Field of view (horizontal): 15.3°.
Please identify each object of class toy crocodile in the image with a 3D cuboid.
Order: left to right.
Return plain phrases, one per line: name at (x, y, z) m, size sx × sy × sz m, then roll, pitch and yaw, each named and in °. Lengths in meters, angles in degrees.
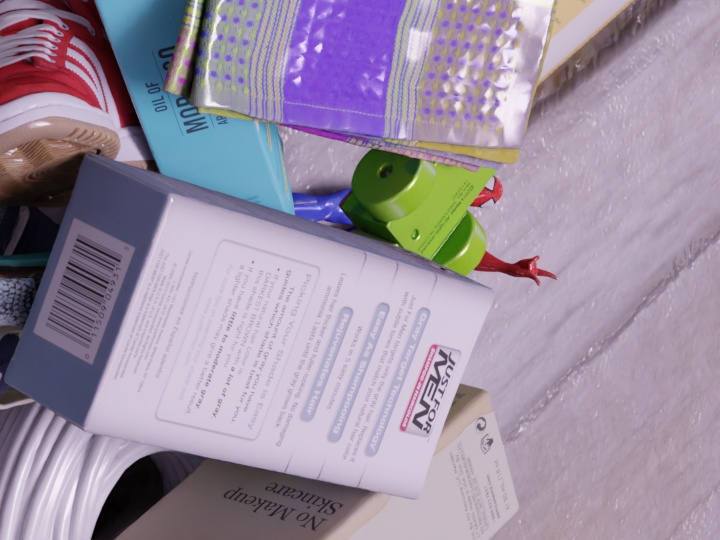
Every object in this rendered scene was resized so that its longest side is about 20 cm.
toy crocodile at (0.000, 0.000, 1.227) m, size 0.200 × 0.062 × 0.067 m, roll -56°, pitch 134°, yaw -9°

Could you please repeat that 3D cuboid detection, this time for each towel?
towel at (0.014, -0.122, 1.140) m, size 0.199 × 0.023 × 0.144 m, roll 9°, pitch 101°, yaw -43°

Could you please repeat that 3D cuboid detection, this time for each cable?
cable at (-0.107, 0.119, 1.259) m, size 0.200 × 0.069 × 0.201 m, roll -40°, pitch 127°, yaw -35°

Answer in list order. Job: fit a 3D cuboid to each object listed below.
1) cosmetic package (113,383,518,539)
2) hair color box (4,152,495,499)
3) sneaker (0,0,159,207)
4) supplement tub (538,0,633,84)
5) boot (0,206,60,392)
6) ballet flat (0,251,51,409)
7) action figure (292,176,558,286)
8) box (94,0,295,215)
cosmetic package at (-0.030, 0.127, 1.217) m, size 0.200 × 0.103 × 0.073 m, roll -39°, pitch 126°, yaw -37°
hair color box at (-0.041, 0.026, 1.111) m, size 0.200 × 0.061 × 0.099 m, roll 16°, pitch 96°, yaw -46°
sneaker at (-0.139, -0.089, 1.116) m, size 0.200 × 0.071 × 0.113 m, roll 13°, pitch 59°, yaw -84°
supplement tub at (0.070, -0.171, 1.277) m, size 0.200 × 0.146 × 0.145 m, roll -41°, pitch 138°, yaw 11°
boot at (-0.190, 0.045, 1.139) m, size 0.090 × 0.073 × 0.201 m, roll 43°, pitch 66°, yaw -39°
ballet flat at (-0.160, 0.023, 1.076) m, size 0.199 × 0.074 × 0.075 m, roll 0°, pitch 99°, yaw -44°
action figure at (0.024, -0.020, 1.360) m, size 0.200 × 0.099 × 0.066 m, roll -20°, pitch 115°, yaw -48°
box at (-0.076, -0.097, 1.161) m, size 0.082 × 0.049 × 0.200 m, roll -101°, pitch 175°, yaw -47°
